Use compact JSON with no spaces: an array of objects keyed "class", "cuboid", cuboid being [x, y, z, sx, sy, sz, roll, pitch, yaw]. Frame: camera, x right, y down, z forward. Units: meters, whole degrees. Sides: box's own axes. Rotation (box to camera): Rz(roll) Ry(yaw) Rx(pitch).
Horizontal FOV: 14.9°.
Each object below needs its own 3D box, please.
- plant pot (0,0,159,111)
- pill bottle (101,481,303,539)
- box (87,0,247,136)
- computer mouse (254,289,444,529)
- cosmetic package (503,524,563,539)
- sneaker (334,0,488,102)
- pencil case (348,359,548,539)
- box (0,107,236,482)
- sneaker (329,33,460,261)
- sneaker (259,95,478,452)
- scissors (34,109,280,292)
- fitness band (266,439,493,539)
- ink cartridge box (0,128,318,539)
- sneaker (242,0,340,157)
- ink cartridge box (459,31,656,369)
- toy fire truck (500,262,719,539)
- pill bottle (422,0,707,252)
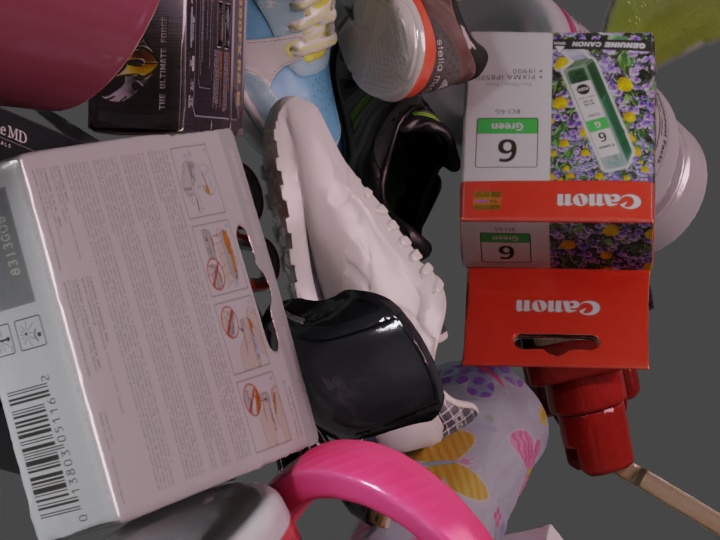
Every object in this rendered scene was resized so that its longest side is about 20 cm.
[{"class":"plant pot","cuboid":[-0.182,-0.152,1.136,0.178,0.200,0.201,18,60,-36]},{"class":"pill bottle","cuboid":[-0.051,0.212,1.286,0.201,0.119,0.120,65,32,-13]},{"class":"box","cuboid":[-0.091,-0.166,1.360,0.158,0.048,0.202,-20,112,-82]},{"class":"computer mouse","cuboid":[-0.015,0.076,1.379,0.046,0.200,0.141,-31,108,-24]},{"class":"cosmetic package","cuboid":[0.120,0.233,1.587,0.200,0.082,0.051,52,37,-31]},{"class":"sneaker","cuboid":[0.012,-0.177,1.566,0.081,0.077,0.201,-2,58,-35]},{"class":"pencil case","cuboid":[0.042,0.137,1.503,0.200,0.083,0.091,-63,165,-49]},{"class":"box","cuboid":[-0.146,0.016,1.266,0.200,0.078,0.142,23,60,-51]},{"class":"sneaker","cuboid":[0.022,-0.079,1.573,0.071,0.082,0.201,38,45,-42]},{"class":"sneaker","cuboid":[0.000,0.000,1.479,0.076,0.080,0.201,-163,-123,-86]},{"class":"scissors","cuboid":[-0.103,-0.036,1.421,0.200,0.014,0.074,17,63,-56]},{"class":"fitness band","cuboid":[-0.002,0.162,1.320,0.144,0.200,0.037,45,50,7]},{"class":"ink cartridge box","cuboid":[-0.098,0.022,1.237,0.200,0.047,0.161,-15,89,-65]},{"class":"sneaker","cuboid":[-0.026,-0.157,1.489,0.079,0.130,0.201,-37,108,-58]},{"class":"ink cartridge box","cuboid":[0.110,-0.042,1.534,0.050,0.108,0.201,83,9,-54]},{"class":"toy fire truck","cuboid":[0.149,0.071,1.631,0.176,0.128,0.201,-86,164,-81]},{"class":"pill bottle","cuboid":[0.128,-0.087,1.718,0.200,0.113,0.114,33,50,-48]}]
